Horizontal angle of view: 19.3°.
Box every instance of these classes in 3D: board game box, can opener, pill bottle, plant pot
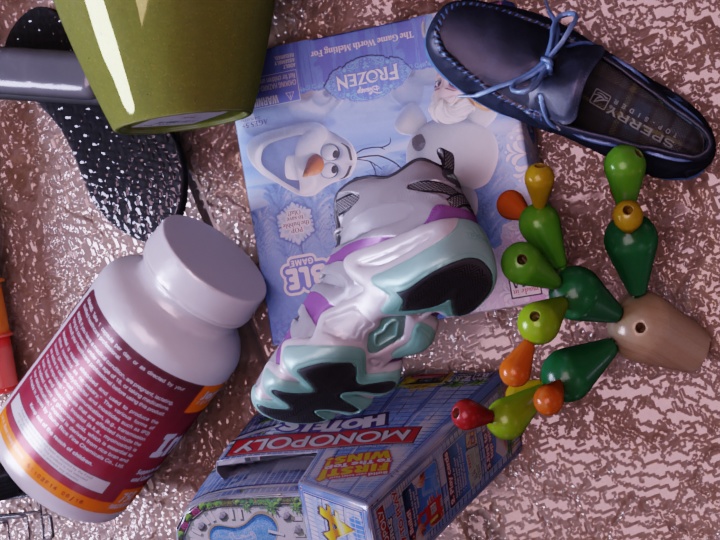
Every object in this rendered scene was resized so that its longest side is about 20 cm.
[{"bbox_3d":[-0.014,0.134,1.353,0.198,0.200,0.062,-4,108,17],"label":"board game box"},{"bbox_3d":[-0.252,-0.154,1.468,0.199,0.053,0.067,6,87,27],"label":"can opener"},{"bbox_3d":[-0.153,0.065,1.431,0.113,0.113,0.200,43,111,11],"label":"pill bottle"},{"bbox_3d":[-0.127,-0.195,1.375,0.186,0.187,0.202,-9,88,18],"label":"plant pot"},{"bbox_3d":[0.021,-0.063,1.416,0.198,0.043,0.201,-10,91,18],"label":"board game box"}]

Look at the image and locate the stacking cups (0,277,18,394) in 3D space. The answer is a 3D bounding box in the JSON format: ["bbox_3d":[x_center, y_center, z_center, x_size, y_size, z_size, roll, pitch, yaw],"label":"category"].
[{"bbox_3d":[-0.279,-0.010,1.507,0.060,0.060,0.202,-14,91,18],"label":"stacking cups"}]

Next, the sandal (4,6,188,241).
[{"bbox_3d":[-0.174,-0.105,1.479,0.075,0.048,0.201,-42,68,16],"label":"sandal"}]

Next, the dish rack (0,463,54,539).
[{"bbox_3d":[-0.260,0.234,1.460,0.054,0.153,0.202,-7,89,21],"label":"dish rack"}]

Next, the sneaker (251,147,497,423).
[{"bbox_3d":[0.000,0.000,1.356,0.200,0.078,0.141,-37,45,26],"label":"sneaker"}]

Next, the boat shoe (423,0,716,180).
[{"bbox_3d":[0.138,-0.123,1.337,0.199,0.069,0.085,19,86,-4],"label":"boat shoe"}]

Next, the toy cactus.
[{"bbox_3d":[0.146,0.025,1.339,0.102,0.164,0.201,11,79,60],"label":"toy cactus"}]
